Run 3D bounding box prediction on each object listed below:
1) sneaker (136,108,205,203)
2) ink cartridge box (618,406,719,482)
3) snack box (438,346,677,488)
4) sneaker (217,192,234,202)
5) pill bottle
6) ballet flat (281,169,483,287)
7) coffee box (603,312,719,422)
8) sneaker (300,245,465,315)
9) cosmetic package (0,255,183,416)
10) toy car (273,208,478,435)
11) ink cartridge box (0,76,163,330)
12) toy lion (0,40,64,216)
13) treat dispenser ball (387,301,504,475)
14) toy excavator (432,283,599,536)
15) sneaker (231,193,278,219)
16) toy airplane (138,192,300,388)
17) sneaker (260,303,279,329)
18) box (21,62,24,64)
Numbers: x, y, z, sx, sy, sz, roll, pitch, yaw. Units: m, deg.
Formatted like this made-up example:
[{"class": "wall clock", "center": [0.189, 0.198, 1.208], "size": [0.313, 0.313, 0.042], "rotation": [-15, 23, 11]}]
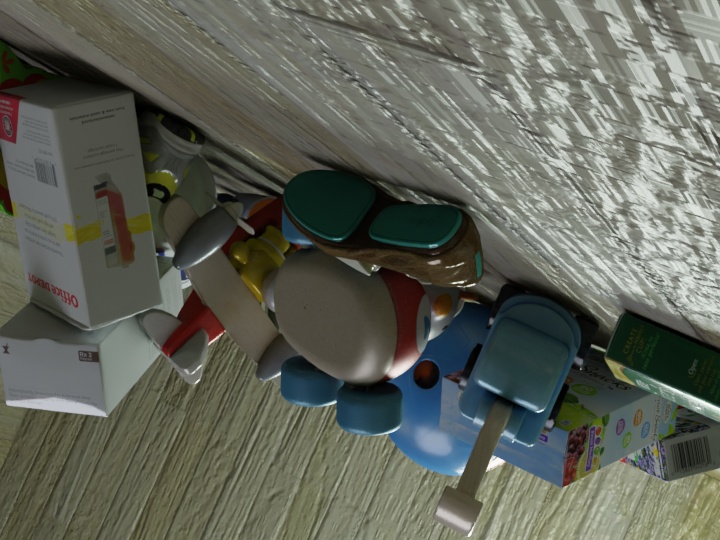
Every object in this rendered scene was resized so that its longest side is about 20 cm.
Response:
[{"class": "sneaker", "center": [-0.217, -0.113, 1.234], "size": [0.075, 0.077, 0.199], "rotation": [26, 176, -26]}, {"class": "ink cartridge box", "center": [0.347, 0.186, 1.457], "size": [0.107, 0.051, 0.200], "rotation": [-12, -175, -12]}, {"class": "snack box", "center": [0.207, 0.139, 1.337], "size": [0.198, 0.069, 0.167], "rotation": [-14, -155, -43]}, {"class": "sneaker", "center": [-0.113, -0.044, 1.586], "size": [0.199, 0.083, 0.074], "rotation": [40, -146, 24]}, {"class": "pill bottle", "center": [-0.212, -0.052, 1.410], "size": [0.114, 0.117, 0.200], "rotation": [24, 161, 2]}, {"class": "ballet flat", "center": [0.019, -0.025, 0.975], "size": [0.198, 0.068, 0.073], "rotation": [14, 148, 44]}, {"class": "coffee box", "center": [0.300, 0.101, 1.056], "size": [0.198, 0.044, 0.123], "rotation": [24, 176, 18]}, {"class": "sneaker", "center": [0.000, 0.000, 1.335], "size": [0.199, 0.075, 0.118], "rotation": [25, 170, -31]}, {"class": "cosmetic package", "center": [-0.260, 0.057, 1.268], "size": [0.111, 0.082, 0.200], "rotation": [5, -153, 16]}, {"class": "toy car", "center": [0.038, 0.028, 1.187], "size": [0.198, 0.187, 0.176], "rotation": [-9, -164, -35]}, {"class": "ink cartridge box", "center": [-0.259, -0.065, 1.181], "size": [0.083, 0.203, 0.144], "rotation": [-17, -158, -33]}, {"class": "toy lion", "center": [-0.347, -0.137, 1.223], "size": [0.068, 0.191, 0.202], "rotation": [20, 134, 46]}, {"class": "treat dispenser ball", "center": [0.116, 0.138, 1.511], "size": [0.199, 0.203, 0.201], "rotation": [24, 176, 2]}, {"class": "toy excavator", "center": [0.125, 0.119, 1.139], "size": [0.099, 0.197, 0.200], "rotation": [25, -170, 11]}, {"class": "sneaker", "center": [-0.069, -0.034, 1.466], "size": [0.199, 0.076, 0.092], "rotation": [38, 176, -38]}, {"class": "toy airplane", "center": [-0.118, 0.023, 1.263], "size": [0.140, 0.203, 0.199], "rotation": [6, -175, 38]}, {"class": "sneaker", "center": [-0.085, 0.019, 1.645], "size": [0.114, 0.202, 0.076], "rotation": [6, 139, -12]}, {"class": "box", "center": [-0.365, -0.167, 1.329], "size": [0.077, 0.096, 0.199], "rotation": [21, 175, 35]}]
